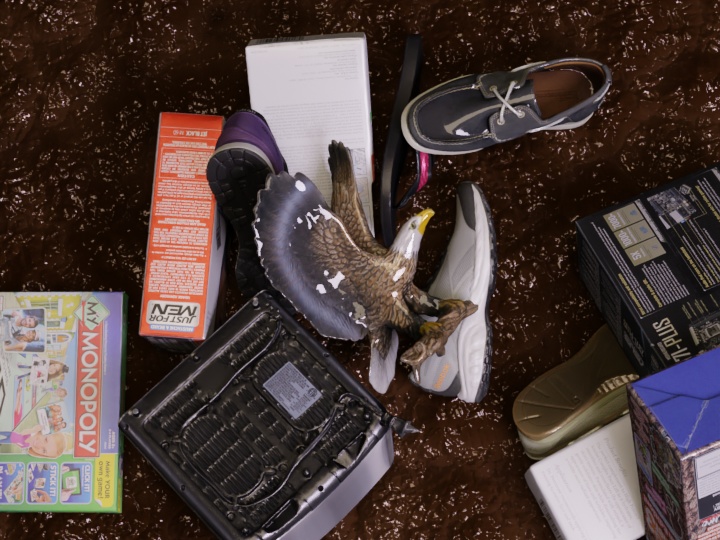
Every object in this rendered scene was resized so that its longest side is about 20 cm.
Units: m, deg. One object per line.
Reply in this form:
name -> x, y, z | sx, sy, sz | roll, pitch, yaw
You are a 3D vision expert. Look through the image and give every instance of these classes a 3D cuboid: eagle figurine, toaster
eagle figurine -> 0.004, -0.006, 1.499 | 0.200, 0.152, 0.151 | 36, 74, 7
toaster -> -0.077, 0.148, 1.509 | 0.181, 0.119, 0.200 | -43, 69, -11

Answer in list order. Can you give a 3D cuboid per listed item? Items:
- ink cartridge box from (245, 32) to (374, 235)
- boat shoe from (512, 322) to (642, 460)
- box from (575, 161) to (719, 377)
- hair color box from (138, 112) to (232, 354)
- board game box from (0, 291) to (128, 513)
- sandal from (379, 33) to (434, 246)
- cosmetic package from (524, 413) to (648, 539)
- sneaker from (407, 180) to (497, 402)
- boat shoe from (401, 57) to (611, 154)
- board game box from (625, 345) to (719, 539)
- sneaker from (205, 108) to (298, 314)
ink cartridge box -> -0.042, -0.114, 1.600 | 0.108, 0.050, 0.201 | -4, 105, 2
boat shoe -> 0.227, 0.099, 1.558 | 0.200, 0.063, 0.073 | -34, 54, -10
box -> 0.301, 0.022, 1.504 | 0.163, 0.086, 0.200 | -22, 53, -7
hair color box -> -0.152, -0.030, 1.569 | 0.064, 0.111, 0.201 | 5, 80, 4
board game box -> -0.282, 0.120, 1.590 | 0.134, 0.029, 0.201 | -1, 79, 4
sandal -> 0.049, -0.120, 1.595 | 0.045, 0.075, 0.201 | 9, 77, 5
cosmetic package -> 0.254, 0.173, 1.530 | 0.199, 0.074, 0.102 | -26, 79, -4
sneaker -> 0.084, 0.016, 1.569 | 0.079, 0.074, 0.201 | 4, 80, 9
boat shoe -> 0.132, -0.154, 1.571 | 0.199, 0.068, 0.072 | -13, 82, -19
board game box -> 0.315, 0.162, 1.409 | 0.159, 0.201, 0.097 | -21, 39, -9
sneaker -> -0.079, -0.053, 1.557 | 0.075, 0.201, 0.088 | -4, 39, 11
